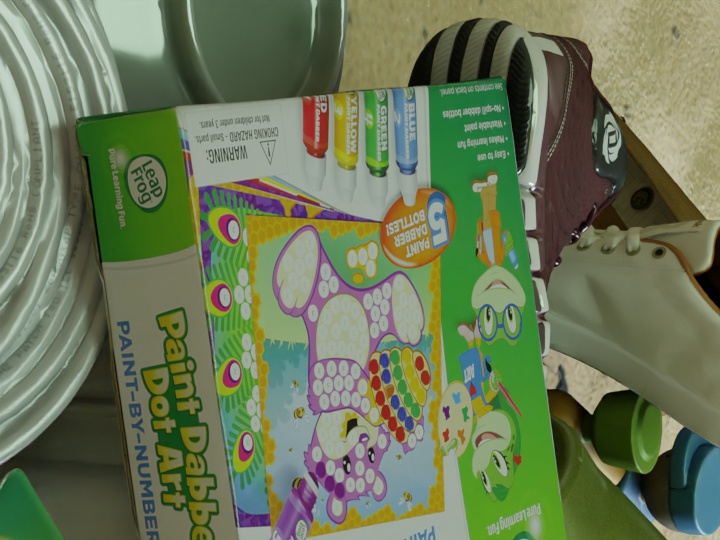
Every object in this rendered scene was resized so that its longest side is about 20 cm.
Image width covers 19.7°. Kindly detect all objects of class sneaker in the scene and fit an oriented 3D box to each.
[{"bbox_3d":[0.065,0.001,0.811,0.115,0.075,0.202,-13,116,-55],"label":"sneaker"},{"bbox_3d":[0.116,-0.001,0.909,0.073,0.199,0.085,-28,143,-61],"label":"sneaker"}]

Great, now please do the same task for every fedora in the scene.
[{"bbox_3d":[0.144,0.008,1.015,0.201,0.082,0.201,50,7,-9],"label":"fedora"}]

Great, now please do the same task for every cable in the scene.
[{"bbox_3d":[-0.155,-0.029,0.581,0.199,0.069,0.202,21,74,-40],"label":"cable"}]

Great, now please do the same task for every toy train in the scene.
[{"bbox_3d":[0.083,0.068,0.933,0.200,0.115,0.085,43,56,-49],"label":"toy train"}]

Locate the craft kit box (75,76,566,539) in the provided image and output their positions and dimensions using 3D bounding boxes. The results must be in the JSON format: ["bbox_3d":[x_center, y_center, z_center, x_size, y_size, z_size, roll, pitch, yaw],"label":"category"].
[{"bbox_3d":[-0.003,0.041,0.671,0.199,0.048,0.199,-14,100,-57],"label":"craft kit box"}]

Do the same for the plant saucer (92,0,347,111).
[{"bbox_3d":[-0.053,-0.100,0.784,0.200,0.050,0.202,-3,93,-57],"label":"plant saucer"}]

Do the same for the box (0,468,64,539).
[{"bbox_3d":[-0.153,0.141,0.550,0.200,0.048,0.118,-39,138,-17],"label":"box"}]

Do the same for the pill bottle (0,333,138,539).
[{"bbox_3d":[-0.080,0.111,0.686,0.114,0.114,0.202,9,83,-56],"label":"pill bottle"}]

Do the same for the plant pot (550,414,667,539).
[{"bbox_3d":[0.071,0.172,0.873,0.194,0.199,0.201,60,43,-21],"label":"plant pot"}]
